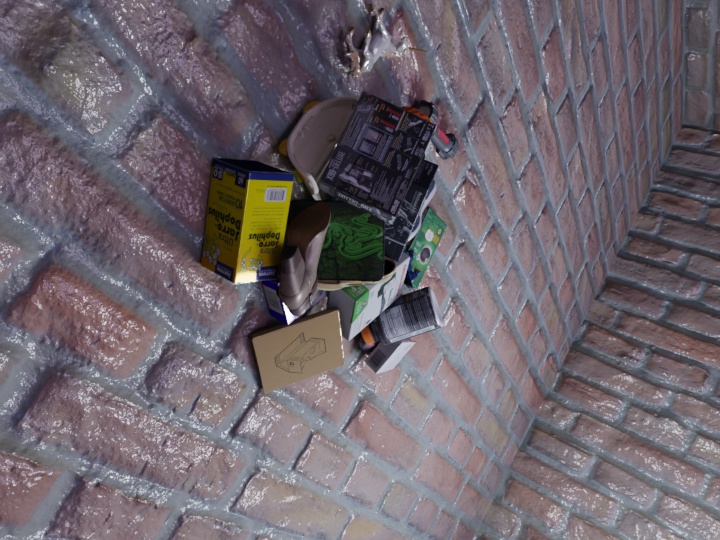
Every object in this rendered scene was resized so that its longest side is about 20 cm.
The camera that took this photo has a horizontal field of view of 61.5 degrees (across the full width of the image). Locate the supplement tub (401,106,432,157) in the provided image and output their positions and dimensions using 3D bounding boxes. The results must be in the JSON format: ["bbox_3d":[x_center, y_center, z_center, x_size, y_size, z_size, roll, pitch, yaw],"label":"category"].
[{"bbox_3d":[0.081,-0.262,1.376,0.202,0.122,0.122,-60,143,-10],"label":"supplement tub"}]

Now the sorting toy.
[{"bbox_3d":[-0.071,-0.224,1.232,0.202,0.106,0.181,-61,155,-22],"label":"sorting toy"}]

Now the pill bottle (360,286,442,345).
[{"bbox_3d":[0.096,0.120,1.501,0.106,0.197,0.108,-19,90,-77],"label":"pill bottle"}]

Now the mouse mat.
[{"bbox_3d":[-0.049,-0.059,1.216,0.008,0.196,0.164,-92,-177,-80],"label":"mouse mat"}]

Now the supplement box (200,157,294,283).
[{"bbox_3d":[-0.208,-0.092,1.106,0.109,0.108,0.203,-7,113,-49],"label":"supplement box"}]

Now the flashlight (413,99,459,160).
[{"bbox_3d":[0.195,-0.353,1.526,0.199,0.067,0.069,26,58,-55],"label":"flashlight"}]

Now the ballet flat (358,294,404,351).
[{"bbox_3d":[0.073,0.135,1.605,0.069,0.071,0.200,47,65,-3],"label":"ballet flat"}]

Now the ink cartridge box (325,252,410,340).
[{"bbox_3d":[0.016,0.042,1.394,0.199,0.083,0.148,-39,153,-35],"label":"ink cartridge box"}]

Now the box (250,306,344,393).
[{"bbox_3d":[-0.134,0.178,1.342,0.197,0.021,0.165,-17,125,-17],"label":"box"}]

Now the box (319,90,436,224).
[{"bbox_3d":[0.033,-0.212,1.135,0.050,0.156,0.202,112,2,-79],"label":"box"}]

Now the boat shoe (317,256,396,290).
[{"bbox_3d":[-0.018,-0.003,1.269,0.197,0.066,0.075,-8,78,-20],"label":"boat shoe"}]

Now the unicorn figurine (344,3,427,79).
[{"bbox_3d":[0.037,-0.475,1.266,0.199,0.074,0.138,-39,146,-13],"label":"unicorn figurine"}]

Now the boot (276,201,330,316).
[{"bbox_3d":[-0.104,-0.017,1.175,0.148,0.069,0.201,83,30,-43],"label":"boot"}]

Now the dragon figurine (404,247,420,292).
[{"bbox_3d":[0.108,0.008,1.513,0.099,0.058,0.203,-46,129,-56],"label":"dragon figurine"}]

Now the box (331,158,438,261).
[{"bbox_3d":[0.040,-0.152,1.262,0.105,0.180,0.201,-64,175,-47],"label":"box"}]

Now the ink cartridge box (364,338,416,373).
[{"bbox_3d":[0.085,0.219,1.650,0.109,0.050,0.200,-50,165,7],"label":"ink cartridge box"}]

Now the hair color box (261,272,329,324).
[{"bbox_3d":[-0.116,0.013,1.316,0.200,0.064,0.111,-39,134,-36],"label":"hair color box"}]

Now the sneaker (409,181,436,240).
[{"bbox_3d":[0.124,-0.176,1.517,0.202,0.069,0.109,-62,149,-19],"label":"sneaker"}]

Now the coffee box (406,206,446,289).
[{"bbox_3d":[0.155,-0.063,1.637,0.123,0.044,0.202,33,81,-53],"label":"coffee box"}]
